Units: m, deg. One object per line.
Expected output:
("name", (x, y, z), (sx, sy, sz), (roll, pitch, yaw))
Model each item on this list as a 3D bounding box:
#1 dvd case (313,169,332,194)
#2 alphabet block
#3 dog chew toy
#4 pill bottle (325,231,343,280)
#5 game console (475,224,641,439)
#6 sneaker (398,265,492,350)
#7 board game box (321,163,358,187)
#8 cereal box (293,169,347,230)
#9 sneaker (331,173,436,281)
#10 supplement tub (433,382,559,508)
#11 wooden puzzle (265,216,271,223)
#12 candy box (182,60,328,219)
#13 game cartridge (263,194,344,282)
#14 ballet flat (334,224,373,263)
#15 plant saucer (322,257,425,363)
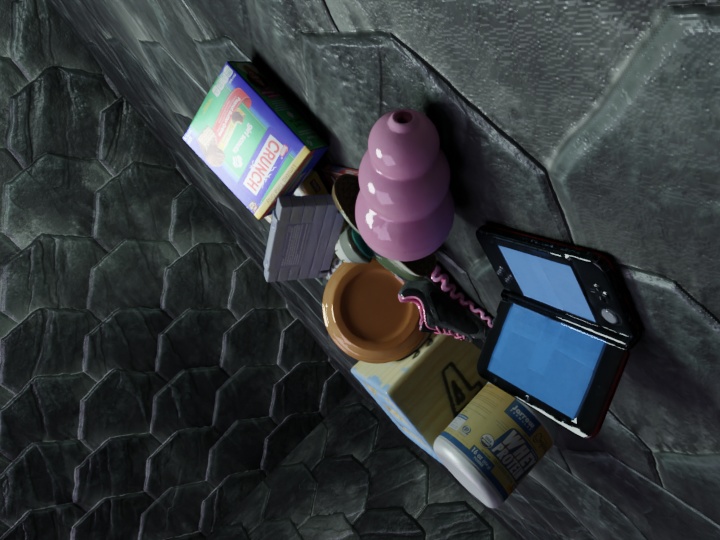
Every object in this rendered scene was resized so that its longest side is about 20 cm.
("dvd case", (-0.101, -0.175, 1.181), (0.200, 0.018, 0.143), (48, 167, 5))
("alphabet block", (0.136, 0.206, 1.120), (0.197, 0.200, 0.195), (51, 166, -18))
("dog chew toy", (0.051, -0.101, 0.687), (0.124, 0.124, 0.201), (41, 158, 27))
("pill bottle", (0.000, 0.000, 1.156), (0.199, 0.111, 0.111), (36, 163, 43))
("game console", (0.196, 0.060, 0.672), (0.173, 0.119, 0.199), (54, 165, -29))
("sneaker", (0.142, 0.079, 0.962), (0.200, 0.095, 0.079), (44, 165, 9))
("board game box", (0.009, -0.122, 0.975), (0.103, 0.019, 0.200), (56, 165, -29))
("cereal box", (-0.119, -0.159, 1.152), (0.200, 0.039, 0.144), (35, 163, 47))
("sneaker", (0.026, -0.055, 0.915), (0.200, 0.067, 0.090), (44, 162, 1))
("supplement tub", (0.235, 0.273, 0.983), (0.145, 0.200, 0.145), (44, 167, 13))
("wooden puzzle", (-0.159, -0.125, 1.223), (0.185, 0.046, 0.200), (42, 166, 18))
("candy box", (-0.178, -0.216, 0.988), (0.200, 0.169, 0.077), (46, -148, 2))
("game cartridge", (-0.103, -0.056, 1.057), (0.201, 0.128, 0.039), (111, 150, -47))
("ballet flat", (-0.011, -0.042, 0.996), (0.068, 0.063, 0.200), (55, -165, -8))
("plant saucer", (0.029, 0.062, 1.036), (0.200, 0.200, 0.037), (46, 180, 7))
